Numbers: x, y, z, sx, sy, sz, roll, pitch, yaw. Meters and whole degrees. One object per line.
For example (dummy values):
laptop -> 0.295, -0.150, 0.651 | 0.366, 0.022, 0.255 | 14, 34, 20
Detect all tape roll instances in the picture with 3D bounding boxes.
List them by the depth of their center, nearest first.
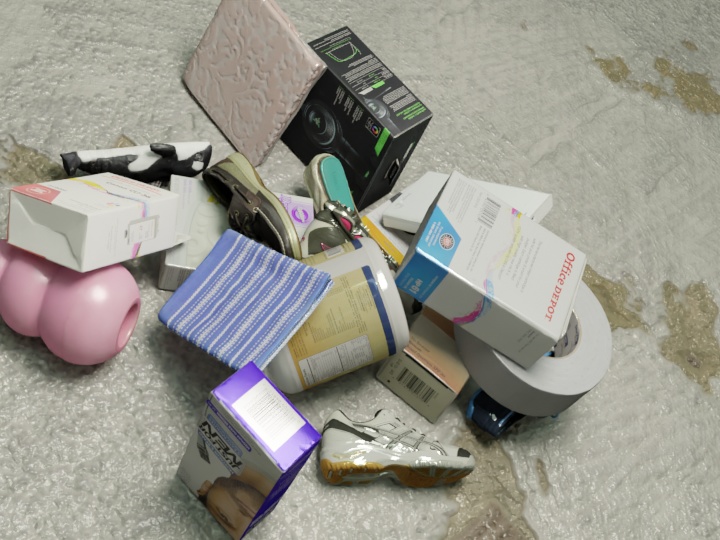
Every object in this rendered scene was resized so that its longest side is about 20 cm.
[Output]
tape roll -> 0.220, 0.079, 1.215 | 0.196, 0.066, 0.204 | 13, 55, -18

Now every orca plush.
orca plush -> -0.287, -0.125, 1.247 | 0.197, 0.104, 0.073 | -9, 94, -40

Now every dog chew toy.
dog chew toy -> -0.353, 0.026, 1.084 | 0.196, 0.126, 0.126 | 21, 50, 2

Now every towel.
towel -> -0.135, 0.031, 1.075 | 0.198, 0.024, 0.145 | 22, 66, 44
towel -> -0.153, -0.280, 1.333 | 0.192, 0.201, 0.032 | 50, 36, 14

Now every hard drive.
hard drive -> 0.146, -0.083, 1.312 | 0.197, 0.027, 0.132 | 15, 41, 33

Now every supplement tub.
supplement tub -> -0.054, 0.059, 1.138 | 0.196, 0.145, 0.146 | -20, 63, -5

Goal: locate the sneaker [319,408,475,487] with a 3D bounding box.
sneaker -> 0.047, 0.208, 1.152 | 0.196, 0.076, 0.089 | 8, 54, -19

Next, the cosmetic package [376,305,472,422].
cosmetic package -> 0.119, 0.086, 1.261 | 0.103, 0.088, 0.201 | 36, 50, 4

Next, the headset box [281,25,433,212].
headset box -> -0.010, -0.206, 1.357 | 0.200, 0.175, 0.092 | 47, 51, 12

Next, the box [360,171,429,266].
box -> 0.091, -0.063, 1.388 | 0.119, 0.042, 0.199 | 46, 49, 12

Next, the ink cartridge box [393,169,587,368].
ink cartridge box -> 0.157, -0.001, 1.142 | 0.198, 0.085, 0.146 | 31, 52, -2

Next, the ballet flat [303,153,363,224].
ballet flat -> -0.030, -0.060, 1.314 | 0.067, 0.062, 0.204 | -12, 85, -39

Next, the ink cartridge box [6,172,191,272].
ink cartridge box -> -0.290, -0.063, 1.097 | 0.114, 0.069, 0.199 | 18, 18, 22

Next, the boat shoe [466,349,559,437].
boat shoe -> 0.233, 0.170, 1.265 | 0.197, 0.085, 0.069 | -26, 51, -20

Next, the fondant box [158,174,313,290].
fondant box -> -0.159, -0.038, 1.249 | 0.196, 0.059, 0.147 | 9, 53, -19

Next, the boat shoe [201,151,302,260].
boat shoe -> -0.137, -0.071, 1.195 | 0.064, 0.074, 0.200 | -24, 47, -18

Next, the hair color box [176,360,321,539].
hair color box -> -0.123, 0.196, 1.006 | 0.109, 0.201, 0.065 | 45, 53, 12

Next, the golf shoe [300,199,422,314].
golf shoe -> 0.000, 0.000, 1.248 | 0.088, 0.077, 0.200 | -47, 114, -6
